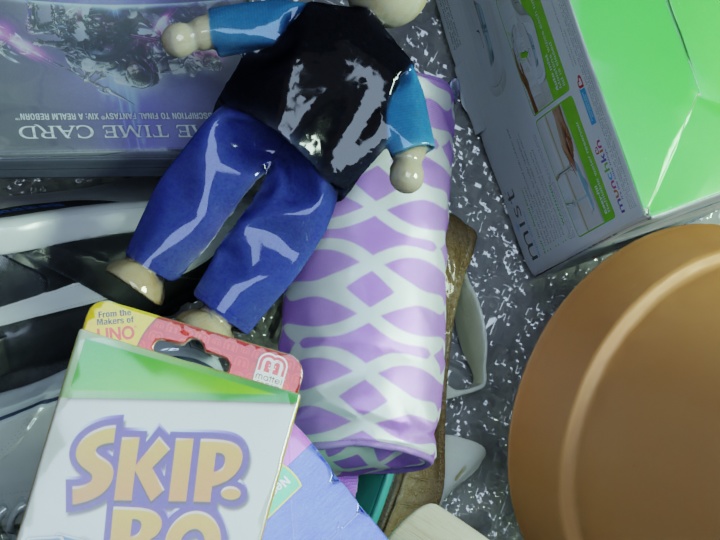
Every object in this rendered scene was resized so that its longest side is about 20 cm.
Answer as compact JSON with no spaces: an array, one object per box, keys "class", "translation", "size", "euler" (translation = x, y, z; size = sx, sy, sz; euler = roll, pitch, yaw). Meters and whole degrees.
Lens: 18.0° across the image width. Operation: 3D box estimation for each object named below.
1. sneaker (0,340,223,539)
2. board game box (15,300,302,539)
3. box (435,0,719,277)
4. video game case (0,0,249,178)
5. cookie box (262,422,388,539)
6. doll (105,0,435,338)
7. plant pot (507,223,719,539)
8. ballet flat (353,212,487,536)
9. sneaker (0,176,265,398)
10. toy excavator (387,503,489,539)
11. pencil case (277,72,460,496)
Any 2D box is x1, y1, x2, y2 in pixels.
[{"class":"sneaker","translation":[-0.151,0.096,1.043],"size":[0.199,0.073,0.071],"euler":[-29,42,12]},{"class":"board game box","translation":[-0.090,0.116,0.908],"size":[0.095,0.030,0.201],"euler":[16,73,-5]},{"class":"box","translation":[0.115,-0.114,1.115],"size":[0.096,0.176,0.201],"euler":[-18,84,-15]},{"class":"video game case","translation":[-0.123,-0.129,1.098],"size":[0.142,0.019,0.201],"euler":[-2,57,-21]},{"class":"cookie box","translation":[-0.084,0.157,1.016],"size":[0.171,0.200,0.075],"euler":[-42,90,-15]},{"class":"doll","translation":[-0.035,-0.066,1.029],"size":[0.136,0.048,0.201],"euler":[35,84,4]},{"class":"plant pot","translation":[0.188,0.090,1.075],"size":[0.199,0.140,0.202],"euler":[-9,108,-28]},{"class":"ballet flat","translation":[0.029,0.061,1.134],"size":[0.072,0.068,0.202],"euler":[13,74,-29]},{"class":"sneaker","translation":[-0.111,0.015,1.110],"size":[0.199,0.073,0.113],"euler":[-7,107,-28]},{"class":"toy excavator","translation":[-0.015,0.221,1.037],"size":[0.100,0.195,0.200],"euler":[31,61,23]},{"class":"pencil case","translation":[0.000,0.000,1.075],"size":[0.083,0.085,0.202],"euler":[11,72,-19]}]
